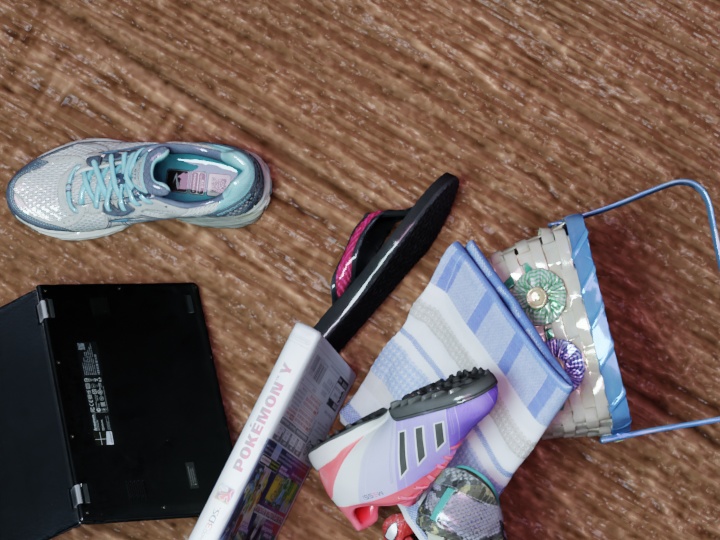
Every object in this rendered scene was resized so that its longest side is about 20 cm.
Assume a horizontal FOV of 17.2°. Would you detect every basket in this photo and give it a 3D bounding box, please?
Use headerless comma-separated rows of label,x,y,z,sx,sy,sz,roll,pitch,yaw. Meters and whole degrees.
basket,0.176,0.043,1.712,0.199,0.139,0.177,-16,82,-3

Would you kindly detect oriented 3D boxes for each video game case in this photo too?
video game case,-0.063,0.136,1.674,0.023,0.200,0.183,25,83,10

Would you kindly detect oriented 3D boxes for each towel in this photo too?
towel,0.064,0.094,1.686,0.024,0.200,0.147,-9,54,-41

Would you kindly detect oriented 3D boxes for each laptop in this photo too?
laptop,-0.212,0.118,1.751,0.199,0.116,0.188,-1,63,-26

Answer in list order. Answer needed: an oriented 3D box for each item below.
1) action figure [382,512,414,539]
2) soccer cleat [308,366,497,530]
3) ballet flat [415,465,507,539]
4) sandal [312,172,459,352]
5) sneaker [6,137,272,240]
action figure,0.015,0.278,1.720,0.098,0.065,0.201,-3,82,-8
soccer cleat,0.039,0.124,1.657,0.068,0.200,0.073,-23,85,-40
ballet flat,0.080,0.221,1.673,0.072,0.201,0.072,-12,43,11
sandal,0.000,0.000,1.759,0.045,0.075,0.200,39,87,17
sneaker,-0.167,-0.070,1.762,0.199,0.086,0.078,-5,81,0
